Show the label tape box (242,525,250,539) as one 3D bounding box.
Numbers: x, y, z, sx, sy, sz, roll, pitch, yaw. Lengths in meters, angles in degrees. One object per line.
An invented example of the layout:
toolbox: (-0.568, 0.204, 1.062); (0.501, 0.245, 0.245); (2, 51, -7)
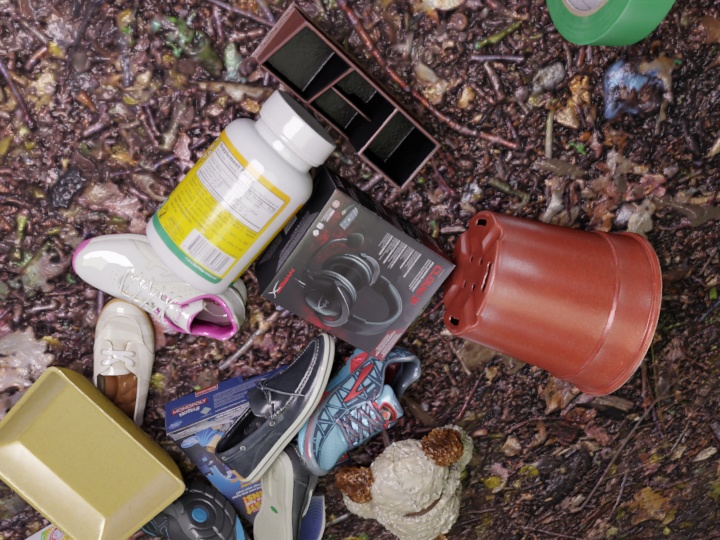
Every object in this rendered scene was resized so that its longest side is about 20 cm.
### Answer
label tape box: (-0.172, 0.406, 1.034); (0.062, 0.200, 0.146); (-11, 122, -28)

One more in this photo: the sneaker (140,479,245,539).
sneaker: (-0.228, 0.303, 0.993); (0.199, 0.073, 0.083); (36, 119, 13)

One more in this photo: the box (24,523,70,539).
box: (-0.414, 0.419, 1.016); (0.198, 0.102, 0.113); (-31, 121, 2)

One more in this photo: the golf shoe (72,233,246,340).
golf shoe: (-0.213, 0.019, 0.866); (0.197, 0.092, 0.076); (17, 114, -22)

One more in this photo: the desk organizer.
desk organizer: (-0.012, -0.175, 0.825); (0.199, 0.077, 0.072); (37, 104, -29)

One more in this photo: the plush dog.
plush dog: (0.066, 0.281, 1.029); (0.198, 0.162, 0.173); (-27, 138, 2)

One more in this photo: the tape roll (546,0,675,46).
tape roll: (0.237, -0.316, 0.747); (0.047, 0.201, 0.204); (-1, 118, -15)

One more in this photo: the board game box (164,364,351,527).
board game box: (-0.121, 0.226, 1.020); (0.197, 0.062, 0.202); (-20, 122, -5)

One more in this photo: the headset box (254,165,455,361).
headset box: (0.000, 0.000, 0.923); (0.199, 0.077, 0.150); (31, 106, -26)

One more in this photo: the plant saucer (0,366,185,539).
plant saucer: (-0.316, 0.216, 0.919); (0.200, 0.049, 0.200); (44, 119, -9)

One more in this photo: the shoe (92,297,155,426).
shoe: (-0.275, 0.127, 0.927); (0.069, 0.054, 0.203); (1, 117, -16)

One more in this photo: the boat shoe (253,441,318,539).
boat shoe: (-0.088, 0.300, 0.992); (0.067, 0.071, 0.203); (-16, 125, -43)

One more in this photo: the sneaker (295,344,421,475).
sneaker: (0.002, 0.159, 0.946); (0.201, 0.095, 0.080); (-52, 129, -30)

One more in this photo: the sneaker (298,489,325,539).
sneaker: (-0.113, 0.398, 1.106); (0.079, 0.115, 0.203); (11, 85, -23)

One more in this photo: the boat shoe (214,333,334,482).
boat shoe: (-0.097, 0.153, 0.912); (0.062, 0.075, 0.201); (33, 101, -21)

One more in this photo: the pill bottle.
pill bottle: (-0.120, -0.083, 0.824); (0.112, 0.113, 0.200); (36, 104, -29)

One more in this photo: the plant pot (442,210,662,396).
plant pot: (0.211, 0.027, 0.940); (0.192, 0.201, 0.203); (15, 113, -14)
